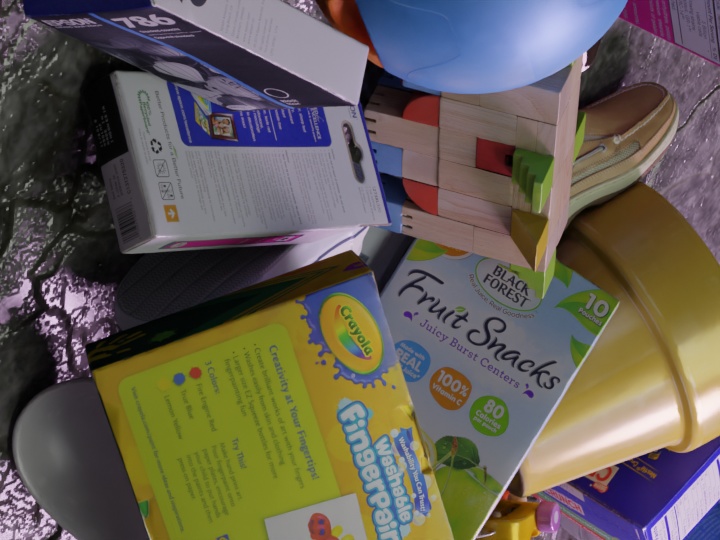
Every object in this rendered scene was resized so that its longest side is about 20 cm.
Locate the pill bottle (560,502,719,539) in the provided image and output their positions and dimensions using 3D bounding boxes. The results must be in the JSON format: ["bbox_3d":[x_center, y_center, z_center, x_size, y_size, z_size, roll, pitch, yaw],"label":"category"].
[{"bbox_3d":[0.271,0.240,1.661,0.112,0.199,0.113,-31,139,-32],"label":"pill bottle"}]

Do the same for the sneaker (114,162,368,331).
[{"bbox_3d":[-0.063,0.005,1.174,0.199,0.073,0.071,-29,139,-33],"label":"sneaker"}]

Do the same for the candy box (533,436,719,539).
[{"bbox_3d":[0.229,0.117,1.540,0.200,0.169,0.077,-42,140,-20],"label":"candy box"}]

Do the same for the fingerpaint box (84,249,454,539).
[{"bbox_3d":[-0.046,0.112,1.094,0.166,0.073,0.202,-20,104,-7],"label":"fingerpaint box"}]

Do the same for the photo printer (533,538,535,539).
[{"bbox_3d":[0.081,0.315,1.600,0.199,0.069,0.168,-22,133,-40],"label":"photo printer"}]

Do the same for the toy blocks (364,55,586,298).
[{"bbox_3d":[0.064,-0.085,1.212,0.201,0.136,0.100,90,22,-46],"label":"toy blocks"}]

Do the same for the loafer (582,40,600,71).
[{"bbox_3d":[0.121,-0.165,1.226,0.071,0.074,0.201,4,147,-12],"label":"loafer"}]

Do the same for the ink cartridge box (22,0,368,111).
[{"bbox_3d":[-0.095,-0.129,0.983,0.199,0.099,0.040,23,75,-47],"label":"ink cartridge box"}]

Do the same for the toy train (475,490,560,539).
[{"bbox_3d":[0.060,0.194,1.417,0.199,0.150,0.056,-7,99,-40],"label":"toy train"}]

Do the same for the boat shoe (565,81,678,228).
[{"bbox_3d":[0.153,-0.088,1.380,0.200,0.071,0.077,-40,126,-26],"label":"boat shoe"}]

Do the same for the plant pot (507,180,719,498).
[{"bbox_3d":[0.163,0.064,1.415,0.188,0.201,0.202,-29,140,-10],"label":"plant pot"}]

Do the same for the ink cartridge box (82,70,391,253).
[{"bbox_3d":[-0.066,-0.063,1.104,0.199,0.037,0.096,-5,77,-47],"label":"ink cartridge box"}]

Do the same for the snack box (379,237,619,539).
[{"bbox_3d":[0.064,0.069,1.307,0.201,0.142,0.053,-57,178,-2],"label":"snack box"}]

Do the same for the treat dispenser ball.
[{"bbox_3d":[0.061,-0.198,1.053,0.200,0.200,0.202,-31,138,-33],"label":"treat dispenser ball"}]

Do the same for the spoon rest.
[{"bbox_3d":[-0.129,0.147,1.149,0.099,0.061,0.201,-28,113,16],"label":"spoon rest"}]

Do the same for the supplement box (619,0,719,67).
[{"bbox_3d":[0.198,-0.217,1.209,0.101,0.199,0.104,-43,143,-20],"label":"supplement box"}]

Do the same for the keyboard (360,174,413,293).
[{"bbox_3d":[0.000,0.000,1.307,0.056,0.011,0.201,28,93,-51],"label":"keyboard"}]
